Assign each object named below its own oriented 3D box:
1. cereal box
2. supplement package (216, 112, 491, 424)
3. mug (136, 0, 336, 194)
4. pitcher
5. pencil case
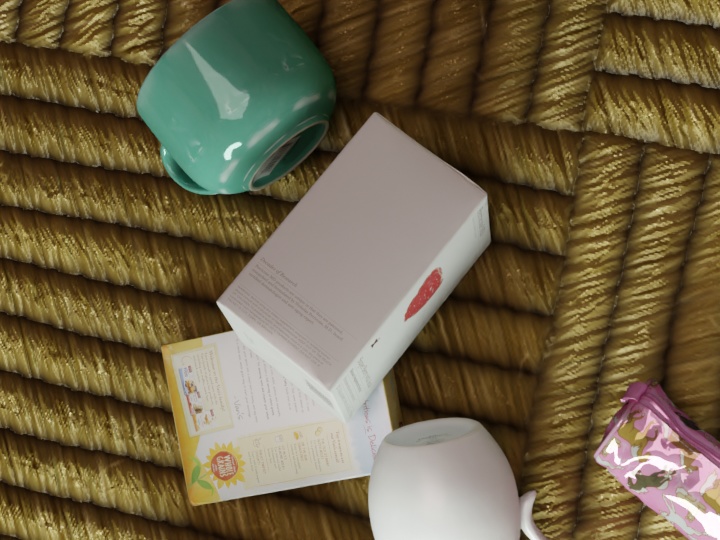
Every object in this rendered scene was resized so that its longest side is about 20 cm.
[{"bbox_3d":[-0.065,0.115,1.420,0.198,0.039,0.145,-11,87,17],"label":"cereal box"},{"bbox_3d":[0.000,0.000,1.324,0.119,0.121,0.200,36,80,16],"label":"supplement package"},{"bbox_3d":[-0.094,-0.133,1.388,0.152,0.185,0.115,-39,79,-10],"label":"mug"},{"bbox_3d":[0.098,0.222,1.331,0.170,0.121,0.202,-11,99,-2],"label":"pitcher"},{"bbox_3d":[0.275,0.171,1.279,0.199,0.083,0.087,37,102,17],"label":"pencil case"}]
